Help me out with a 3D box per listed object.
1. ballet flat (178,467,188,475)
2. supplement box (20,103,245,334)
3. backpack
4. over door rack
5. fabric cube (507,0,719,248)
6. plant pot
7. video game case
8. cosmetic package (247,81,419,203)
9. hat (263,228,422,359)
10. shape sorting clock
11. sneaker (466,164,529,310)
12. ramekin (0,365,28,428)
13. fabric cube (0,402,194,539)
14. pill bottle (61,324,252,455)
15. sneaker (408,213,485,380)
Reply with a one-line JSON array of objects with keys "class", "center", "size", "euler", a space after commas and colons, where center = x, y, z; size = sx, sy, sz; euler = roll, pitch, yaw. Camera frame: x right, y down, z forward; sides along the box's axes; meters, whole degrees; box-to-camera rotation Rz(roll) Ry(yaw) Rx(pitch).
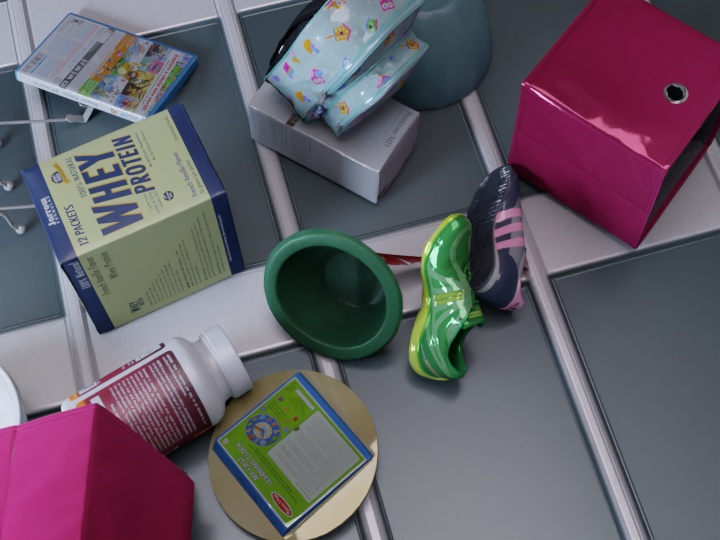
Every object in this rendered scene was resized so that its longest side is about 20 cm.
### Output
[{"class": "ballet flat", "center": [-0.217, 0.314, 1.263], "size": [0.070, 0.069, 0.202], "euler": [1, 66, -21]}, {"class": "supplement box", "center": [-0.261, -0.057, 1.369], "size": [0.198, 0.200, 0.135], "euler": [-25, 66, -10]}, {"class": "backpack", "center": [-0.008, -0.271, 1.384], "size": [0.153, 0.200, 0.176], "euler": [43, 66, 2]}, {"class": "over door rack", "center": [-0.425, -0.129, 1.485], "size": [0.198, 0.067, 0.149], "euler": [-13, 65, -22]}, {"class": "fabric cube", "center": [0.322, -0.190, 1.423], "size": [0.199, 0.200, 0.197], "euler": [35, 70, 16]}, {"class": "plant pot", "center": [0.082, -0.336, 1.537], "size": [0.198, 0.135, 0.202], "euler": [0, 64, 0]}, {"class": "video game case", "center": [-0.338, -0.272, 1.552], "size": [0.198, 0.018, 0.144], "euler": [20, 50, 9]}, {"class": "cosmetic package", "center": [-0.034, -0.187, 1.496], "size": [0.199, 0.081, 0.113], "euler": [26, 65, 13]}, {"class": "hat", "center": [0.000, 0.000, 1.426], "size": [0.199, 0.166, 0.176], "euler": [36, 32, -2]}, {"class": "shape sorting clock", "center": [-0.077, 0.211, 1.329], "size": [0.198, 0.039, 0.202], "euler": [-2, 63, 4]}, {"class": "sneaker", "center": [0.177, -0.038, 1.443], "size": [0.082, 0.070, 0.201], "euler": [36, 51, -28]}, {"class": "ramekin", "center": [-0.467, 0.193, 1.304], "size": [0.198, 0.105, 0.202], "euler": [0, 65, 0]}, {"class": "fabric cube", "center": [-0.297, 0.282, 1.145], "size": [0.198, 0.196, 0.201], "euler": [-16, 52, 17]}, {"class": "pill bottle", "center": [-0.228, 0.149, 1.319], "size": [0.199, 0.113, 0.113], "euler": [-30, 68, -13]}, {"class": "sneaker", "center": [0.112, 0.032, 1.352], "size": [0.083, 0.074, 0.202], "euler": [15, 106, 31]}]
